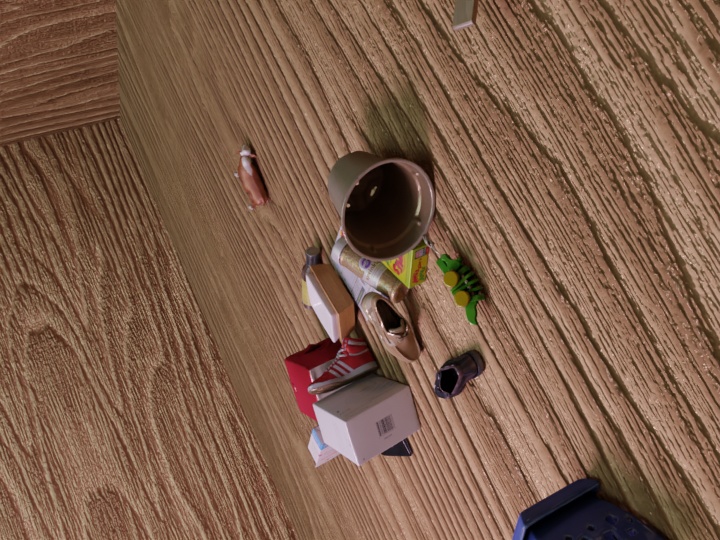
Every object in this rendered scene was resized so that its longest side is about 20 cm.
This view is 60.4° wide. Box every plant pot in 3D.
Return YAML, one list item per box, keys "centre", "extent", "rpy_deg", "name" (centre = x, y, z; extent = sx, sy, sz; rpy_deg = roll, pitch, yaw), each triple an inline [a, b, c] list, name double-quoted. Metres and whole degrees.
- centre: [0.358, 0.483, 1.023]
  extent: [0.180, 0.196, 0.204]
  rpy_deg: [49, 149, 44]
  name: "plant pot"
- centre: [0.023, -0.150, 1.240]
  extent: [0.184, 0.196, 0.205]
  rpy_deg: [-131, 30, -56]
  name: "plant pot"

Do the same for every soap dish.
- centre: [-0.076, 0.087, 1.651]
  extent: [0.159, 0.080, 0.201]
  rpy_deg: [57, 166, 24]
  name: "soap dish"

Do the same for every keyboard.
- centre: [0.076, 0.462, 1.741]
  extent: [0.129, 0.020, 0.199]
  rpy_deg: [62, 153, 2]
  name: "keyboard"

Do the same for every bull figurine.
- centre: [-0.353, -0.293, 1.974]
  extent: [0.121, 0.064, 0.205]
  rpy_deg: [-26, 83, 68]
  name: "bull figurine"

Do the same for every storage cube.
- centre: [-0.094, 0.316, 1.791]
  extent: [0.179, 0.168, 0.205]
  rpy_deg: [5, 113, 60]
  name: "storage cube"

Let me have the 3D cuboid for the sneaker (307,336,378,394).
- centre: [-0.062, 0.251, 1.665]
  extent: [0.072, 0.196, 0.115]
  rpy_deg: [100, 148, -67]
  name: "sneaker"

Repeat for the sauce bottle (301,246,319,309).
- centre: [-0.139, 0.023, 1.787]
  extent: [0.065, 0.064, 0.203]
  rpy_deg: [47, 147, 36]
  name: "sauce bottle"

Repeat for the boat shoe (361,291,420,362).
- centre: [0.077, 0.134, 1.384]
  extent: [0.201, 0.071, 0.064]
  rpy_deg: [50, 163, -21]
  name: "boat shoe"

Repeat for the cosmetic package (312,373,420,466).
- centre: [0.013, 0.374, 1.595]
  extent: [0.199, 0.196, 0.126]
  rpy_deg: [1, 111, 61]
  name: "cosmetic package"

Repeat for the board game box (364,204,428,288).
- centre: [0.068, -0.064, 1.344]
  extent: [0.200, 0.047, 0.103]
  rpy_deg: [46, 145, 40]
  name: "board game box"

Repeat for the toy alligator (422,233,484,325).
- centre: [0.184, 0.004, 1.169]
  extent: [0.054, 0.059, 0.203]
  rpy_deg: [-33, 74, 20]
  name: "toy alligator"

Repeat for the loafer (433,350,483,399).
- centre: [0.189, 0.226, 1.301]
  extent: [0.073, 0.062, 0.201]
  rpy_deg: [60, 152, 17]
  name: "loafer"

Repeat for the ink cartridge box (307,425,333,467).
- centre: [-0.109, 0.569, 2.065]
  extent: [0.068, 0.113, 0.202]
  rpy_deg: [54, 150, 26]
  name: "ink cartridge box"

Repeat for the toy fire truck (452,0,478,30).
- centre: [0.164, -0.448, 0.819]
  extent: [0.175, 0.127, 0.204]
  rpy_deg: [17, 135, 57]
  name: "toy fire truck"

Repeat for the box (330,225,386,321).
- centre: [0.000, 0.000, 1.529]
  extent: [0.202, 0.040, 0.157]
  rpy_deg: [57, 151, 21]
  name: "box"

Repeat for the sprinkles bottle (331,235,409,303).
- centre: [0.023, -0.005, 1.404]
  extent: [0.198, 0.068, 0.069]
  rpy_deg: [35, 140, 29]
  name: "sprinkles bottle"
